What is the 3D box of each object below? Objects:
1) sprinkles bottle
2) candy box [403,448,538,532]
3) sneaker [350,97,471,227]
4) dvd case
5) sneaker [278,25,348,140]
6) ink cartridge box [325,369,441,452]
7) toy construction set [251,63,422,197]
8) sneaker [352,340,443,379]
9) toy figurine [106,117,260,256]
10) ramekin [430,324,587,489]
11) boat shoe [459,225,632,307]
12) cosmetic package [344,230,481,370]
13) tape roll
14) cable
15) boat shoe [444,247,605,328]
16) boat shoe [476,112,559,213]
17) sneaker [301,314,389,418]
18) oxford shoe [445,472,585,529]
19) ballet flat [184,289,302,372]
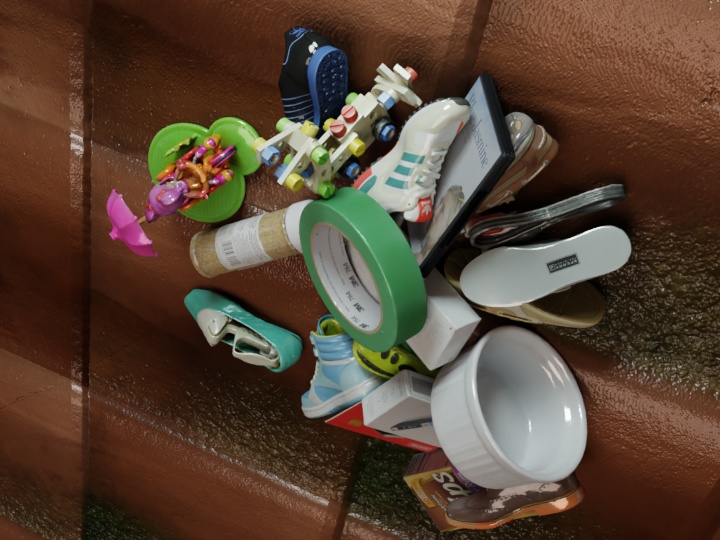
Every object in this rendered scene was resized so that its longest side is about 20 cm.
[{"bbox_3d":[-0.138,-0.041,1.272,0.200,0.068,0.068,-13,115,32],"label":"sprinkles bottle"},{"bbox_3d":[0.176,0.308,1.367,0.200,0.056,0.117,-21,111,36],"label":"candy box"},{"bbox_3d":[0.071,-0.109,1.071,0.200,0.070,0.093,-43,65,40],"label":"sneaker"},{"bbox_3d":[0.106,-0.106,1.073,0.018,0.143,0.200,15,133,-21],"label":"dvd case"},{"bbox_3d":[-0.060,-0.200,1.137,0.078,0.070,0.200,43,144,30],"label":"sneaker"},{"bbox_3d":[0.082,0.213,1.284,0.200,0.045,0.176,22,136,-32],"label":"ink cartridge box"},{"bbox_3d":[-0.019,-0.163,1.074,0.200,0.131,0.092,-35,62,4],"label":"toy construction set"},{"bbox_3d":[0.077,0.123,1.280,0.200,0.084,0.074,37,127,-25],"label":"sneaker"},{"bbox_3d":[-0.238,-0.096,1.208,0.200,0.184,0.150,-26,108,35],"label":"toy figurine"},{"bbox_3d":[0.183,0.178,1.190,0.200,0.200,0.098,48,135,-10],"label":"ramekin"},{"bbox_3d":[0.218,-0.001,1.104,0.200,0.064,0.071,-13,84,13],"label":"boat shoe"},{"bbox_3d":[0.058,0.021,1.179,0.200,0.051,0.083,50,137,25],"label":"cosmetic package"},{"bbox_3d":[0.000,0.000,1.130,0.200,0.048,0.201,45,151,34],"label":"tape roll"},{"bbox_3d":[0.201,-0.069,1.090,0.200,0.097,0.050,-27,66,30],"label":"cable"},{"bbox_3d":[0.201,0.028,1.165,0.200,0.074,0.066,20,152,13],"label":"boat shoe"},{"bbox_3d":[0.151,-0.101,1.093,0.072,0.076,0.200,22,145,-22],"label":"boat shoe"},{"bbox_3d":[-0.042,0.134,1.350,0.200,0.080,0.131,-30,86,51],"label":"sneaker"},{"bbox_3d":[0.199,0.296,1.278,0.200,0.071,0.073,-21,101,23],"label":"oxford shoe"},{"bbox_3d":[-0.182,0.090,1.380,0.200,0.070,0.067,25,129,9],"label":"ballet flat"}]
